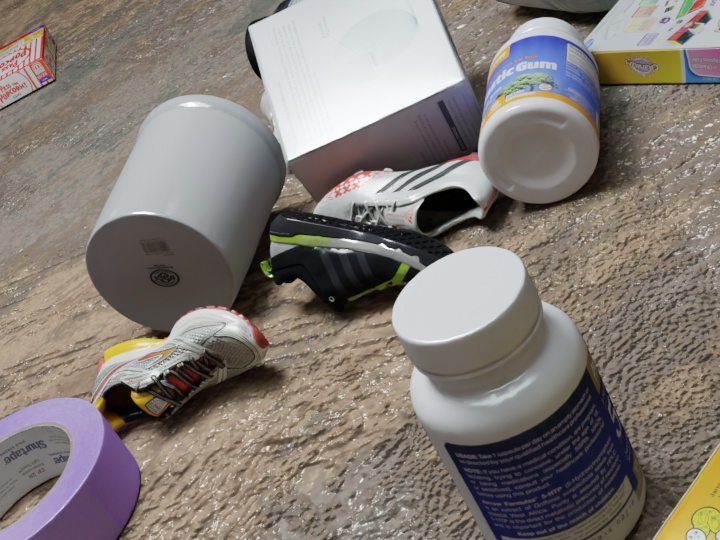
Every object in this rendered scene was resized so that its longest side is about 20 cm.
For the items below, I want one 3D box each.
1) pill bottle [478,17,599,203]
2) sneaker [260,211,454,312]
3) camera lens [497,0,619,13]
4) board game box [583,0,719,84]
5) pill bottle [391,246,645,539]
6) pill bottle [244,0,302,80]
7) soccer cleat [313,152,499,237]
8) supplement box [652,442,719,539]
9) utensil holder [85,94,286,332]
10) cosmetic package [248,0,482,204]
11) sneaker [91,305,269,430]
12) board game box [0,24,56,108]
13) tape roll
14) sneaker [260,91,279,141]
[{"bbox_3d":[0.176,-0.164,1.203,0.111,0.112,0.201,-16,33,21],"label":"pill bottle"},{"bbox_3d":[0.000,0.000,1.166,0.199,0.083,0.072,13,13,24],"label":"sneaker"},{"bbox_3d":[0.230,-0.384,1.433,0.160,0.160,0.200,-40,32,-17],"label":"camera lens"},{"bbox_3d":[0.339,-0.250,1.263,0.199,0.040,0.153,8,47,46],"label":"board game box"},{"bbox_3d":[0.100,0.089,0.806,0.119,0.201,0.120,-21,32,14],"label":"pill bottle"},{"bbox_3d":[-0.044,-0.305,1.594,0.199,0.112,0.112,-10,35,30],"label":"pill bottle"},{"bbox_3d":[0.040,-0.061,1.211,0.199,0.069,0.085,-11,31,20],"label":"soccer cleat"},{"bbox_3d":[0.269,0.169,0.637,0.199,0.109,0.110,12,49,49],"label":"supplement box"},{"bbox_3d":[-0.181,-0.058,1.295,0.169,0.170,0.201,-14,37,24],"label":"utensil holder"},{"bbox_3d":[0.009,-0.198,1.318,0.199,0.123,0.200,-22,57,9],"label":"cosmetic package"},{"bbox_3d":[-0.168,0.099,1.151,0.199,0.078,0.082,-24,34,27],"label":"sneaker"},{"bbox_3d":[-0.619,-0.357,2.212,0.151,0.046,0.200,-28,31,2],"label":"board game box"},{"bbox_3d":[-0.298,0.207,1.098,0.199,0.066,0.201,-20,32,13],"label":"tape roll"},{"bbox_3d":[-0.079,-0.165,1.459,0.088,0.075,0.200,-44,35,-13],"label":"sneaker"}]
